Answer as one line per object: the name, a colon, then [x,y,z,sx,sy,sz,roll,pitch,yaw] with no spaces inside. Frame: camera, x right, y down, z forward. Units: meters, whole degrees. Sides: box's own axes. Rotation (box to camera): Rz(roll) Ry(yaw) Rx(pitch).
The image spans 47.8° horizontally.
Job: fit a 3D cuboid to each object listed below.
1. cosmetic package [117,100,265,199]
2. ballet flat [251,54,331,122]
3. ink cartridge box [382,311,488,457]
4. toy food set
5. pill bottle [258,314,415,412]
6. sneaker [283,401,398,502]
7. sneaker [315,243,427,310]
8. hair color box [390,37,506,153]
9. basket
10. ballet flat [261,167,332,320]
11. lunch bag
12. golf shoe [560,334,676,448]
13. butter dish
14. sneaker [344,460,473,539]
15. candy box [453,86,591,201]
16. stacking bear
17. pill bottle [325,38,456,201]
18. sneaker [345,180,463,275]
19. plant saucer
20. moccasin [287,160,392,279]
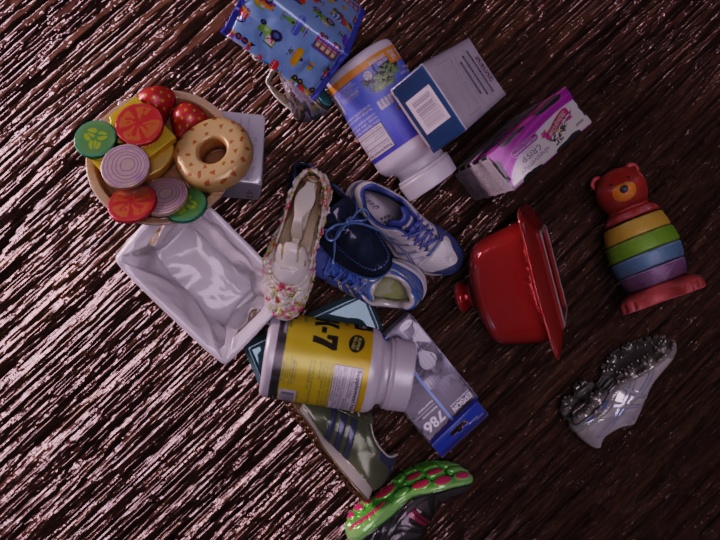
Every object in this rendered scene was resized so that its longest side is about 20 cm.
cosmetic package: [-0.229,-0.160,1.097,0.196,0.074,0.104,3,76,-9]
ballet flat: [-0.113,-0.293,1.121,0.071,0.072,0.203,-27,86,-6]
ink cartridge box: [0.095,0.168,1.174,0.099,0.039,0.201,-41,97,-6]
toy food set: [-0.248,-0.143,1.012,0.198,0.049,0.200,-42,75,-18]
pill bottle: [-0.031,0.126,1.085,0.196,0.114,0.117,10,90,-5]
sneaker: [-0.025,0.221,1.152,0.089,0.067,0.201,-39,92,-19]
sneaker: [0.000,0.000,1.128,0.196,0.077,0.077,17,109,1]
hair color box: [0.122,-0.239,1.092,0.060,0.200,0.101,-31,97,34]
basket: [-0.205,0.005,1.087,0.200,0.123,0.136,45,86,-5]
ballet flat: [-0.083,-0.041,1.025,0.074,0.064,0.204,10,73,1]
lunch bag: [-0.072,-0.352,1.081,0.149,0.094,0.202,33,46,-14]
golf shoe: [0.393,0.180,1.208,0.199,0.078,0.098,-37,113,0]
butter dish: [0.201,0.023,1.132,0.145,0.199,0.204,-14,94,16]
sneaker: [0.073,0.342,1.167,0.197,0.077,0.085,-28,112,-3]
candy box: [0.212,-0.164,1.100,0.136,0.200,0.061,-41,95,-3]
stacking bear: [0.401,-0.053,1.176,0.120,0.113,0.204,-21,83,18]
pill bottle: [0.047,-0.203,1.121,0.111,0.112,0.202,-35,95,-5]
sneaker: [0.063,-0.055,1.140,0.198,0.088,0.076,31,86,-9]
plant saucer: [-0.066,0.096,1.161,0.197,0.019,0.071,-25,95,-7]
moccasin: [-0.037,-0.067,1.096,0.199,0.069,0.080,41,69,19]
